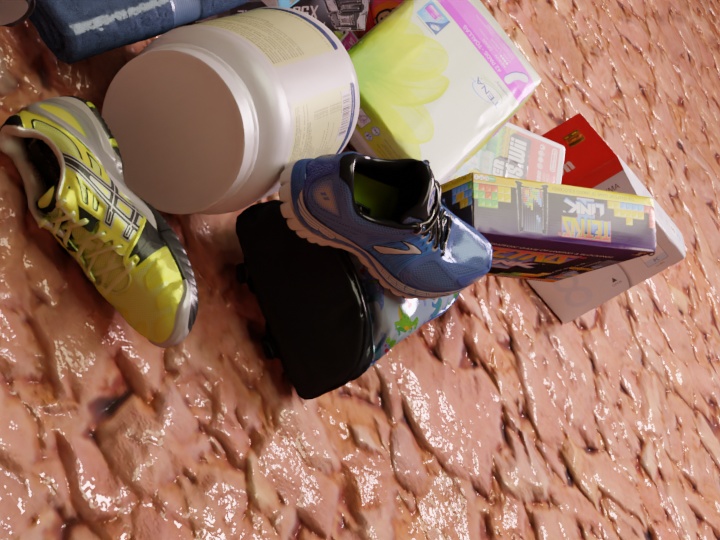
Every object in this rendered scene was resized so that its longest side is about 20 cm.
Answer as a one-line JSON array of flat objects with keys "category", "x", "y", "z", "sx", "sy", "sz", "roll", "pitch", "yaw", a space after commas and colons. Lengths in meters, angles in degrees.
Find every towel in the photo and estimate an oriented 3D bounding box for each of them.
[{"category": "towel", "x": -0.171, "y": -0.231, "z": 1.262, "sx": 0.199, "sy": 0.049, "sz": 0.112, "roll": -26, "pitch": 76, "yaw": -33}]

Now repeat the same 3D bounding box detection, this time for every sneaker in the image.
[{"category": "sneaker", "x": -0.187, "y": -0.028, "z": 1.134, "sx": 0.201, "sy": 0.075, "sz": 0.076, "roll": 55, "pitch": 34, "yaw": 11}, {"category": "sneaker", "x": 0.035, "y": -0.035, "z": 1.244, "sx": 0.199, "sy": 0.089, "sz": 0.079, "roll": 23, "pitch": 63, "yaw": -39}]

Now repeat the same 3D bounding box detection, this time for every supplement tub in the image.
[{"category": "supplement tub", "x": -0.100, "y": -0.125, "z": 1.281, "sx": 0.146, "sy": 0.144, "sz": 0.200, "roll": 60, "pitch": 27, "yaw": -1}]

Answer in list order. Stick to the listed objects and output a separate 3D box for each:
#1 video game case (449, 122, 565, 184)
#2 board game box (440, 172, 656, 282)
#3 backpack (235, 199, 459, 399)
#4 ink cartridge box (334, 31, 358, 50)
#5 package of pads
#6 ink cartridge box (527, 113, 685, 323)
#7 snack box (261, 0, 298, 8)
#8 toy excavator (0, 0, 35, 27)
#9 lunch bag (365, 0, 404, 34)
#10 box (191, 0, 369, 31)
[{"category": "video game case", "x": 0.110, "y": -0.090, "z": 1.601, "sx": 0.199, "sy": 0.017, "sz": 0.144, "roll": 20, "pitch": 67, "yaw": -24}, {"category": "board game box", "x": 0.143, "y": -0.035, "z": 1.498, "sx": 0.199, "sy": 0.165, "sz": 0.057, "roll": 6, "pitch": 79, "yaw": -27}, {"category": "backpack", "x": 0.000, "y": 0.000, "z": 1.355, "sx": 0.200, "sy": 0.153, "sz": 0.164, "roll": -19, "pitch": 89, "yaw": -76}, {"category": "ink cartridge box", "x": -0.073, "y": -0.250, "z": 1.563, "sx": 0.200, "sy": 0.042, "sz": 0.120, "roll": 48, "pitch": 29, "yaw": -20}, {"category": "package of pads", "x": 0.064, "y": -0.173, "z": 1.548, "sx": 0.155, "sy": 0.068, "sz": 0.200, "roll": 51, "pitch": 58, "yaw": -7}, {"category": "ink cartridge box", "x": 0.229, "y": -0.052, "z": 1.755, "sx": 0.200, "sy": 0.160, "sz": 0.047, "roll": 45, "pitch": 30, "yaw": -26}, {"category": "snack box", "x": -0.126, "y": -0.317, "z": 1.381, "sx": 0.200, "sy": 0.037, "sz": 0.116, "roll": 44, "pitch": -18, "yaw": 20}, {"category": "toy excavator", "x": -0.323, "y": -0.216, "z": 1.020, "sx": 0.200, "sy": 0.193, "sz": 0.101, "roll": 68, "pitch": 3, "yaw": -71}, {"category": "lunch bag", "x": 0.074, "y": -0.219, "z": 1.707, "sx": 0.200, "sy": 0.082, "sz": 0.177, "roll": 45, "pitch": 27, "yaw": -49}, {"category": "box", "x": -0.085, "y": -0.303, "z": 1.476, "sx": 0.050, "sy": 0.156, "sz": 0.201, "roll": 100, "pitch": -19, "yaw": -57}]
